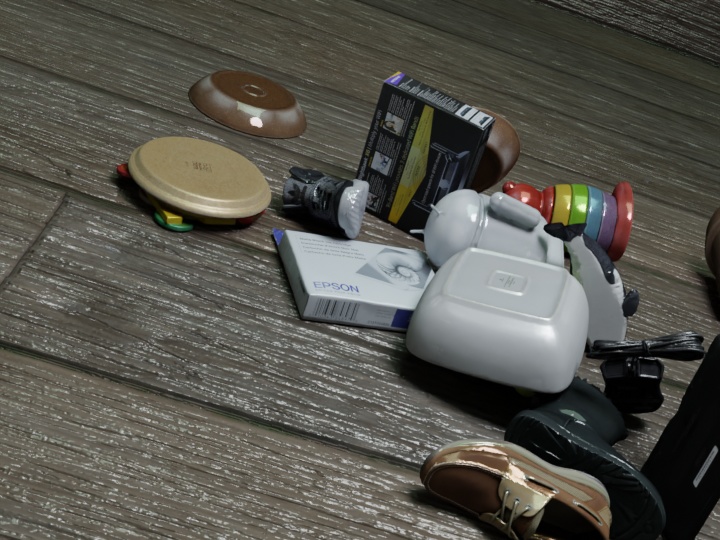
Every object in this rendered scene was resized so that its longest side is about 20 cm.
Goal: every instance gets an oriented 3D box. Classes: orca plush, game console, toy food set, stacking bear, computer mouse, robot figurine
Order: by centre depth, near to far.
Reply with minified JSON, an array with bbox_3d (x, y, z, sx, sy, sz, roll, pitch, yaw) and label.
[{"bbox_3d":[0.389,0.174,1.115,0.115,0.202,0.177,13,28,-12],"label":"game console"},{"bbox_3d":[0.335,0.108,1.200,0.139,0.200,0.047,-4,62,19],"label":"computer mouse"},{"bbox_3d":[0.291,0.014,1.374,0.201,0.105,0.071,51,20,-21],"label":"orca plush"},{"bbox_3d":[0.167,-0.036,1.385,0.198,0.170,0.114,18,45,-13],"label":"robot figurine"},{"bbox_3d":[-0.214,-0.116,1.387,0.196,0.049,0.200,0,35,-34],"label":"toy food set"},{"bbox_3d":[0.309,-0.085,1.635,0.197,0.123,0.114,10,21,0],"label":"stacking bear"}]

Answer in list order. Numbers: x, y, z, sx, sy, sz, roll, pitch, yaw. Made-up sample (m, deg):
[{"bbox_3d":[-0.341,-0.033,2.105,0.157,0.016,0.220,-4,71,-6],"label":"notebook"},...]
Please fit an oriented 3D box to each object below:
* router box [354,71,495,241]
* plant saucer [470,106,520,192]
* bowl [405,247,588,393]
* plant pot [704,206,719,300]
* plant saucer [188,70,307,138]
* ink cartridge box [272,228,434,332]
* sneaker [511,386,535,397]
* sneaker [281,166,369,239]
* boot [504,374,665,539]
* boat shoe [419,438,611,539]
[{"bbox_3d":[0.083,-0.153,1.488,0.156,0.202,0.052,28,35,14],"label":"router box"},{"bbox_3d":[0.137,-0.164,1.568,0.198,0.201,0.037,12,56,-15],"label":"plant saucer"},{"bbox_3d":[0.163,0.044,1.214,0.197,0.076,0.200,14,31,15],"label":"bowl"},{"bbox_3d":[0.620,0.005,1.627,0.198,0.201,0.175,24,47,7],"label":"plant pot"},{"bbox_3d":[-0.176,-0.276,1.713,0.198,0.037,0.201,17,27,-9],"label":"plant saucer"},{"bbox_3d":[0.000,0.000,1.333,0.197,0.041,0.201,8,30,-23],"label":"ink cartridge box"},{"bbox_3d":[0.198,0.074,1.301,0.083,0.075,0.200,26,28,1],"label":"sneaker"},{"bbox_3d":[-0.050,-0.091,1.399,0.112,0.077,0.200,13,5,0],"label":"sneaker"},{"bbox_3d":[0.252,0.192,1.139,0.197,0.074,0.162,35,23,17],"label":"boot"},{"bbox_3d":[0.153,0.218,1.016,0.197,0.076,0.072,14,30,-9],"label":"boat shoe"}]
